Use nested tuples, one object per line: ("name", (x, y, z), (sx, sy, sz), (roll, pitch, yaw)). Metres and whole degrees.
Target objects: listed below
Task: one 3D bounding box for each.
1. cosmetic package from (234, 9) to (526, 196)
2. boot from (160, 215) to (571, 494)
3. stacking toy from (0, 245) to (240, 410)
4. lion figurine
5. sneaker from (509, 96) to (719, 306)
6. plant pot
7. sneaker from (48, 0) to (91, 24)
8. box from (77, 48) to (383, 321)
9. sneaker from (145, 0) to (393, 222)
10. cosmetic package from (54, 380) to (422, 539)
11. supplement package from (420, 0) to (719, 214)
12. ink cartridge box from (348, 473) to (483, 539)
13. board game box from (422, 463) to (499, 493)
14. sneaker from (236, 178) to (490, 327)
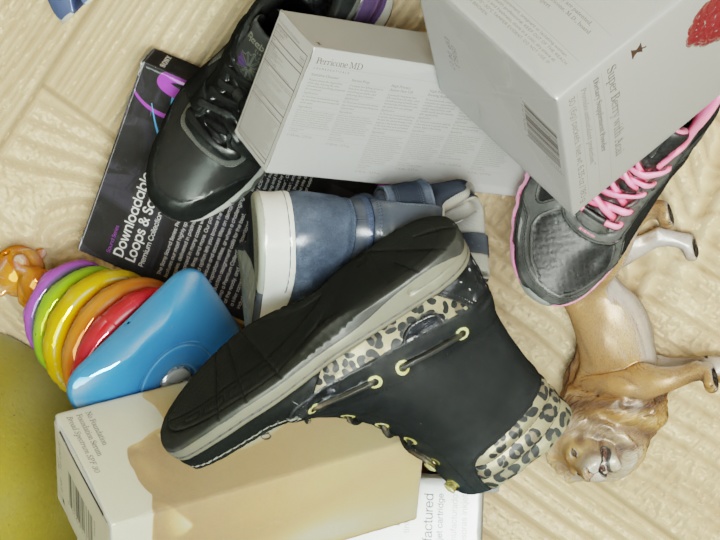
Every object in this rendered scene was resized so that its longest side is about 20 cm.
("cosmetic package", (0.031, -0.096, 1.187), (0.199, 0.051, 0.083), (4, 123, -35))
("boot", (0.007, 0.081, 1.129), (0.203, 0.074, 0.154), (-35, 119, 6))
("stacking toy", (-0.176, 0.034, 1.290), (0.200, 0.116, 0.110), (30, 157, 40))
("lion figurine", (0.159, 0.035, 1.280), (0.122, 0.072, 0.201), (-11, 97, 22))
("sneaker", (0.157, -0.067, 1.178), (0.079, 0.095, 0.201), (33, 89, -7))
("plant pot", (-0.287, 0.156, 1.361), (0.199, 0.142, 0.201), (3, 115, 8))
("sneaker", (-0.151, -0.248, 1.193), (0.199, 0.081, 0.115), (-40, 104, 24))
("box", (-0.068, -0.040, 1.296), (0.199, 0.036, 0.144), (23, 117, -2))
("sneaker", (-0.067, -0.118, 1.199), (0.076, 0.088, 0.200), (40, 94, 10))
("cosmetic package", (-0.072, 0.117, 1.200), (0.199, 0.105, 0.071), (-15, 132, -23))
("supplement package", (0.147, -0.154, 1.094), (0.200, 0.121, 0.120), (-39, 62, -11))
("ink cartridge box", (-0.022, 0.201, 1.290), (0.198, 0.084, 0.147), (1, 86, 4))
("board game box", (-0.016, 0.103, 1.329), (0.199, 0.035, 0.127), (-7, 132, 13))
("sneaker", (0.000, 0.001, 1.213), (0.145, 0.202, 0.077), (-6, 76, -10))
